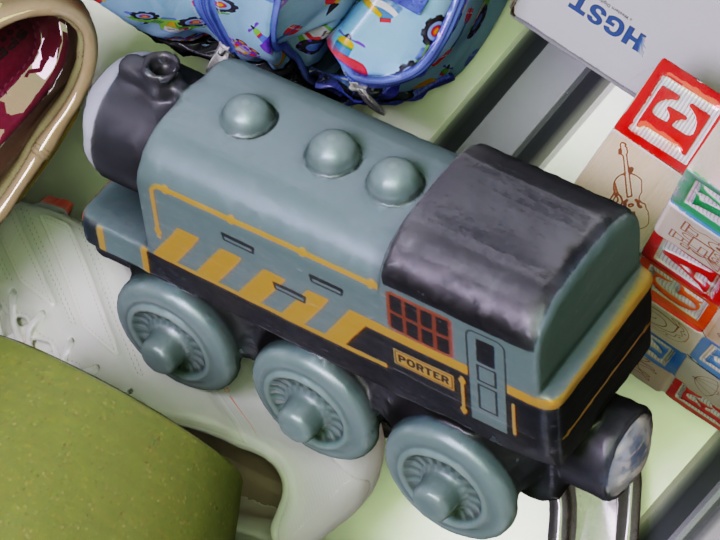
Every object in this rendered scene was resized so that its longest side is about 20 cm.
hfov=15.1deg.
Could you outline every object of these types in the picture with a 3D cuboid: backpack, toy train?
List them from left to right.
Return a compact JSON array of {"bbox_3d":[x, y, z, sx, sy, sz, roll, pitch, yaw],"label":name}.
[{"bbox_3d":[-0.012,-0.143,0.849,0.134,0.200,0.183,27,94,8],"label":"backpack"},{"bbox_3d":[0.000,0.000,0.824,0.200,0.114,0.085,26,55,25],"label":"toy train"}]

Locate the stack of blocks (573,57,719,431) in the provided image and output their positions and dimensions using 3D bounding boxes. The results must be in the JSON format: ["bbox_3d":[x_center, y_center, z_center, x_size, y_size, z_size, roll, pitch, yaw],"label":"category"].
[{"bbox_3d":[0.121,-0.007,0.824,0.115,0.200,0.059,35,76,6],"label":"stack of blocks"}]

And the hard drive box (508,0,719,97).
[{"bbox_3d":[0.162,-0.127,0.840,0.156,0.077,0.200,34,124,7],"label":"hard drive box"}]

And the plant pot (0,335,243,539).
[{"bbox_3d":[-0.123,0.127,0.805,0.187,0.187,0.200,26,78,8],"label":"plant pot"}]

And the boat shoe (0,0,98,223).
[{"bbox_3d":[-0.156,-0.016,0.829,0.074,0.066,0.200,40,83,-26],"label":"boat shoe"}]

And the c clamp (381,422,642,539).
[{"bbox_3d":[0.017,0.110,0.934,0.199,0.027,0.172,9,91,10],"label":"c clamp"}]

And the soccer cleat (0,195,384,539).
[{"bbox_3d":[-0.086,0.033,0.909,0.199,0.078,0.069,24,136,18],"label":"soccer cleat"}]
